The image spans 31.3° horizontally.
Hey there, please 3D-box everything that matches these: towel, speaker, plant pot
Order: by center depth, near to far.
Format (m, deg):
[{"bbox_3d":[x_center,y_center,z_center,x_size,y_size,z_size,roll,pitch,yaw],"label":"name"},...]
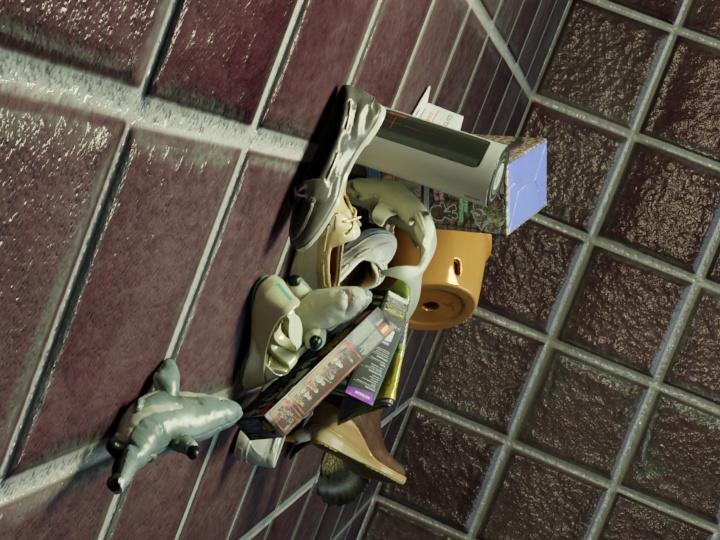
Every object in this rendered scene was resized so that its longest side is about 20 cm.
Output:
[{"bbox_3d":[0.078,-0.146,1.596,0.081,0.199,0.081,20,90,-75],"label":"speaker"},{"bbox_3d":[0.020,0.111,1.789,0.144,0.023,0.201,-30,-137,56],"label":"towel"},{"bbox_3d":[0.099,-0.004,1.905,0.200,0.199,0.140,97,-7,-57],"label":"plant pot"}]

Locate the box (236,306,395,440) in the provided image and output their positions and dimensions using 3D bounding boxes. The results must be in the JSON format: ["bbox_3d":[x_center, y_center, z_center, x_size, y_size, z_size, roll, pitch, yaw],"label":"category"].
[{"bbox_3d":[-0.059,0.129,1.594,0.200,0.040,0.137,-43,-171,-22],"label":"box"}]

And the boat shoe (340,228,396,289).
[{"bbox_3d":[0.000,0.000,1.716,0.200,0.070,0.071,-26,130,-50],"label":"boat shoe"}]

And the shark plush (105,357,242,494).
[{"bbox_3d":[-0.178,0.145,1.184,0.200,0.083,0.091,-19,131,-77],"label":"shark plush"}]

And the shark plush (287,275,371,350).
[{"bbox_3d":[-0.049,0.065,1.593,0.083,0.091,0.200,-18,162,-20],"label":"shark plush"}]

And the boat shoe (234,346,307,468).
[{"bbox_3d":[-0.099,0.178,1.724,0.072,0.068,0.200,101,14,-47],"label":"boat shoe"}]

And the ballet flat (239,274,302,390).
[{"bbox_3d":[-0.102,0.088,1.523,0.200,0.069,0.070,101,15,-50],"label":"ballet flat"}]

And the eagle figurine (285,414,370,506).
[{"bbox_3d":[-0.050,0.255,2.024,0.200,0.150,0.152,82,19,-50],"label":"eagle figurine"}]

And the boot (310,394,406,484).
[{"bbox_3d":[0.018,0.211,1.892,0.200,0.072,0.167,37,62,-36],"label":"boot"}]

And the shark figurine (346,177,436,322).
[{"bbox_3d":[0.063,-0.042,1.616,0.090,0.128,0.215,79,-12,-49],"label":"shark figurine"}]

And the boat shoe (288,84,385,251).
[{"bbox_3d":[-0.042,-0.120,1.468,0.067,0.057,0.200,3,-117,62],"label":"boat shoe"}]

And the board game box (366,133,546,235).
[{"bbox_3d":[0.131,-0.121,1.727,0.159,0.199,0.097,-33,125,-59],"label":"board game box"}]

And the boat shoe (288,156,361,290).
[{"bbox_3d":[-0.032,-0.055,1.574,0.074,0.069,0.200,-56,165,-52],"label":"boat shoe"}]

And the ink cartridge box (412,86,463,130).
[{"bbox_3d":[0.106,-0.182,2.055,0.200,0.068,0.115,98,17,-53],"label":"ink cartridge box"}]

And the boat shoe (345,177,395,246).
[{"bbox_3d":[0.018,-0.082,1.822,0.068,0.072,0.201,46,57,-75],"label":"boat shoe"}]

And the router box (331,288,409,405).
[{"bbox_3d":[-0.015,0.099,1.772,0.200,0.051,0.150,2,-113,65],"label":"router box"}]
